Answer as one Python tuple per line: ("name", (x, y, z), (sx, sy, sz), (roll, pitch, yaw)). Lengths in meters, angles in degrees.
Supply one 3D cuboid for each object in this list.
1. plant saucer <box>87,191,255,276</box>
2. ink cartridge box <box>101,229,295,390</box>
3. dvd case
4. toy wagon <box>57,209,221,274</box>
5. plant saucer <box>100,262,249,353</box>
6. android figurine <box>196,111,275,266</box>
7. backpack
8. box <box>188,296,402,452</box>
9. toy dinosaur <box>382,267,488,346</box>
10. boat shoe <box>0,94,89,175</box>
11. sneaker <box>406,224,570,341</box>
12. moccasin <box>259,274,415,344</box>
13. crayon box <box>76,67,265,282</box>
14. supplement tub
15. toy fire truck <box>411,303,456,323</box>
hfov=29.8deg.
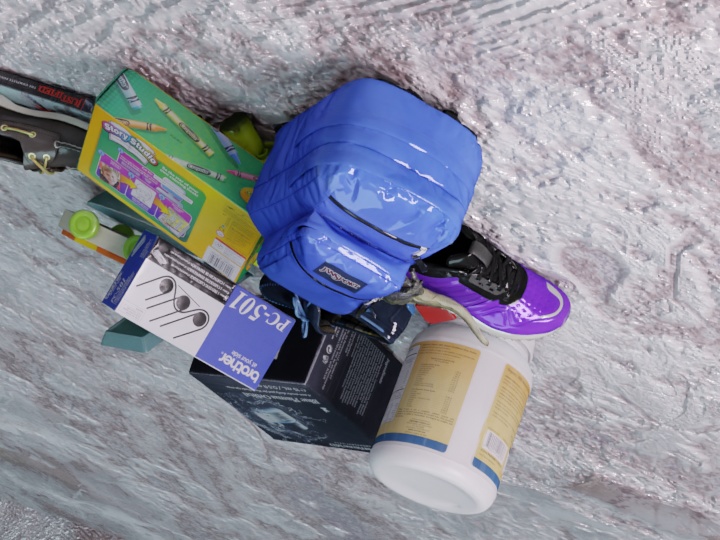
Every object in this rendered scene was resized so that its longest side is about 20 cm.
("plant saucer", (-0.200, -0.048, 1.482), (0.199, 0.036, 0.200), (23, 174, 2))
("ink cartridge box", (-0.176, 0.045, 1.490), (0.200, 0.094, 0.044), (34, 173, -32))
("dvd case", (-0.324, -0.153, 1.435), (0.199, 0.022, 0.146), (17, 156, 7))
("toy wagon", (-0.246, -0.018, 1.551), (0.199, 0.040, 0.155), (25, 179, 8))
("plant saucer", (-0.212, 0.038, 1.564), (0.070, 0.200, 0.019), (7, 118, 32))
("android figurine", (-0.103, -0.071, 1.349), (0.181, 0.041, 0.200), (1, 135, 40))
("backpack", (0.009, -0.060, 1.174), (0.162, 0.169, 0.200), (24, 153, -21))
("box", (-0.071, 0.131, 1.705), (0.196, 0.118, 0.200), (2, 151, 38))
("toy dinosaur", (0.034, 0.013, 1.316), (0.199, 0.048, 0.088), (21, 158, 20))
("boat shoe", (-0.335, -0.130, 1.392), (0.200, 0.061, 0.072), (18, 156, 8))
("sneaker", (0.117, 0.004, 1.331), (0.199, 0.070, 0.100), (20, 154, 2))
("moccasin", (-0.038, 0.038, 1.535), (0.199, 0.068, 0.081), (7, 153, 35))
("crayon box", (-0.170, -0.089, 1.299), (0.200, 0.058, 0.119), (36, 146, 0))
("supplement tub", (0.105, 0.150, 1.486), (0.144, 0.201, 0.145), (19, 156, 9))
("toy fire truck", (0.000, 0.000, 1.447), (0.199, 0.049, 0.141), (-1, 147, 41))
